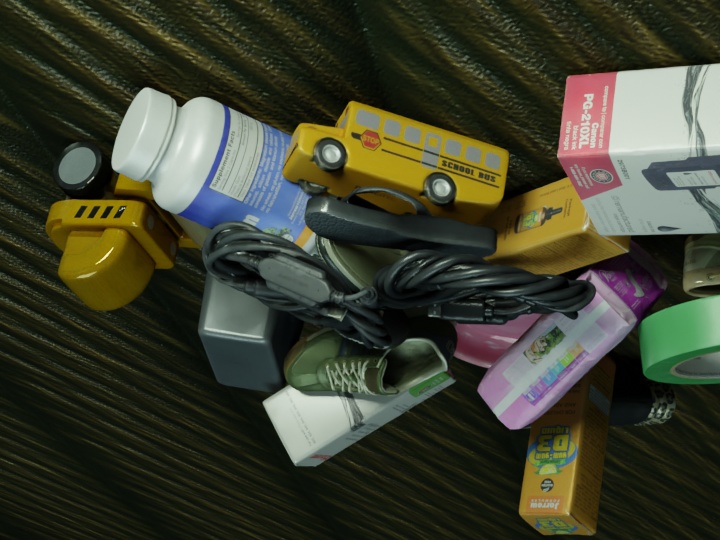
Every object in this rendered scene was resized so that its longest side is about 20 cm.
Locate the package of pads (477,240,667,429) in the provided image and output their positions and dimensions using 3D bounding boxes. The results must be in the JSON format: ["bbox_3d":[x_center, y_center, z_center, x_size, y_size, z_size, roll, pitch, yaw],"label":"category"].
[{"bbox_3d":[0.214,0.066,1.532,0.076,0.120,0.200,44,128,6],"label":"package of pads"}]

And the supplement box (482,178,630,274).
[{"bbox_3d":[0.170,-0.033,1.466,0.068,0.067,0.199,26,152,-30],"label":"supplement box"}]

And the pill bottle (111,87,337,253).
[{"bbox_3d":[-0.128,-0.094,1.423,0.198,0.113,0.112,22,153,-23],"label":"pill bottle"}]

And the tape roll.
[{"bbox_3d":[0.368,0.065,1.452,0.198,0.049,0.201,-5,164,-1],"label":"tape roll"}]

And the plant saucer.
[{"bbox_3d":[0.173,0.056,1.694,0.198,0.051,0.201,9,156,4],"label":"plant saucer"}]

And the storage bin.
[{"bbox_3d":[-0.110,0.046,1.690,0.144,0.136,0.200,8,156,7],"label":"storage bin"}]

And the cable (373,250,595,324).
[{"bbox_3d":[0.114,0.011,1.374,0.198,0.051,0.163,3,167,28],"label":"cable"}]

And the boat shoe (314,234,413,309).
[{"bbox_3d":[0.000,-0.002,1.462,0.065,0.076,0.199,-12,166,28],"label":"boat shoe"}]

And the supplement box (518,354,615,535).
[{"bbox_3d":[0.224,0.180,1.633,0.066,0.202,0.069,-7,151,33],"label":"supplement box"}]

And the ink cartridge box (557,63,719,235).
[{"bbox_3d":[0.282,-0.099,1.271,0.198,0.085,0.145,-1,154,25],"label":"ink cartridge box"}]

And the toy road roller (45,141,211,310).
[{"bbox_3d":[-0.225,-0.037,1.543,0.197,0.148,0.123,2,155,20],"label":"toy road roller"}]

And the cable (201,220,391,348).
[{"bbox_3d":[-0.060,0.012,1.413,0.198,0.051,0.163,20,170,23],"label":"cable"}]

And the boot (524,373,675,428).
[{"bbox_3d":[0.272,0.157,1.839,0.152,0.075,0.203,4,176,-19],"label":"boot"}]

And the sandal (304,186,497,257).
[{"bbox_3d":[0.033,-0.046,1.359,0.198,0.043,0.076,9,167,-34],"label":"sandal"}]

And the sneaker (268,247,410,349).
[{"bbox_3d":[-0.018,-0.003,1.555,0.200,0.074,0.089,43,139,-2],"label":"sneaker"}]

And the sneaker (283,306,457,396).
[{"bbox_3d":[0.010,0.098,1.615,0.198,0.090,0.068,-18,121,9],"label":"sneaker"}]

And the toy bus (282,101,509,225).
[{"bbox_3d":[0.032,-0.096,1.390,0.198,0.079,0.065,16,156,-12],"label":"toy bus"}]

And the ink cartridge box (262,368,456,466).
[{"bbox_3d":[0.001,0.139,1.742,0.199,0.085,0.145,-31,169,4],"label":"ink cartridge box"}]

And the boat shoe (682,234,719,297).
[{"bbox_3d":[0.413,0.013,1.480,0.197,0.066,0.072,11,156,1],"label":"boat shoe"}]
